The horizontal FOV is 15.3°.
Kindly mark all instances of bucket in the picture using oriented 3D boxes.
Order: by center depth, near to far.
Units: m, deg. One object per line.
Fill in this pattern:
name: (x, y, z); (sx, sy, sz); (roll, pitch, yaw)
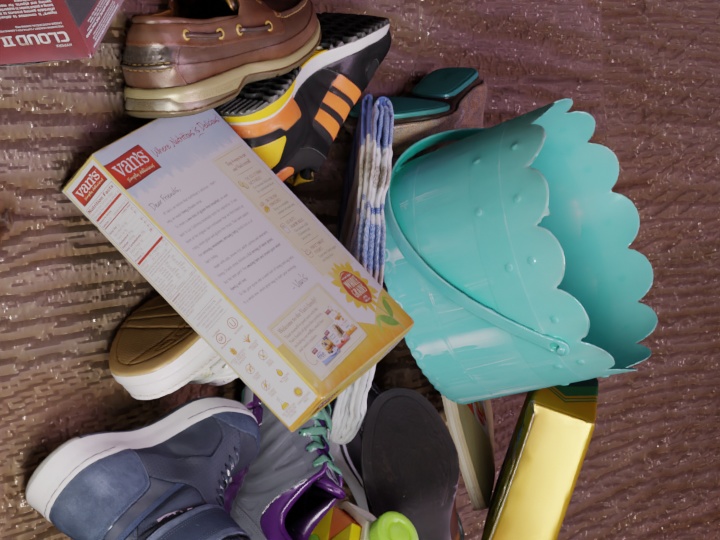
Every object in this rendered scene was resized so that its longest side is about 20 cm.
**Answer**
bucket: (0.108, -0.009, 1.863); (0.207, 0.134, 0.208); (50, 31, -45)

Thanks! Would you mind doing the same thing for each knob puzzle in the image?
knob puzzle: (0.066, 0.081, 1.978); (0.220, 0.030, 0.221); (-11, 90, -81)

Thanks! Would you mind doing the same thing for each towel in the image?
towel: (0.000, 0.000, 1.796); (0.147, 0.024, 0.201); (105, -10, -54)

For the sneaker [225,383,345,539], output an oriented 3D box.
sneaker: (-0.035, 0.111, 1.733); (0.074, 0.087, 0.201); (41, 61, -55)

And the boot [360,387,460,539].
boot: (0.032, 0.194, 1.831); (0.200, 0.068, 0.189); (112, -41, -69)

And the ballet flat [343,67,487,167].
ballet flat: (0.046, -0.100, 1.959); (0.200, 0.068, 0.068); (-27, 121, -60)

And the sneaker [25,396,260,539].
sneaker: (-0.087, 0.151, 1.576); (0.202, 0.146, 0.077); (-16, 142, -58)

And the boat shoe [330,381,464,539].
boat shoe: (0.023, 0.133, 1.898); (0.074, 0.068, 0.200); (-63, 143, -44)

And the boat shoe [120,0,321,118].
boat shoe: (-0.084, -0.152, 1.681); (0.200, 0.072, 0.068); (-35, 122, -57)

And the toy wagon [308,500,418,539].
toy wagon: (-0.029, 0.243, 1.687); (0.039, 0.155, 0.201); (29, 46, -21)

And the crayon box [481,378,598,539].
crayon box: (0.127, 0.146, 1.915); (0.200, 0.051, 0.128); (-54, 163, -79)

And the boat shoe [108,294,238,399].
boat shoe: (-0.091, 0.040, 1.663); (0.200, 0.070, 0.070); (-47, 131, -57)

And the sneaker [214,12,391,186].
sneaker: (-0.041, -0.107, 1.785); (0.200, 0.070, 0.090); (-41, 132, -53)

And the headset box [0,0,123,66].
headset box: (-0.181, -0.222, 1.479); (0.201, 0.077, 0.149); (66, 34, -37)

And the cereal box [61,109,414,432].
cereal box: (-0.071, -0.008, 1.614); (0.200, 0.040, 0.144); (46, 30, 5)
